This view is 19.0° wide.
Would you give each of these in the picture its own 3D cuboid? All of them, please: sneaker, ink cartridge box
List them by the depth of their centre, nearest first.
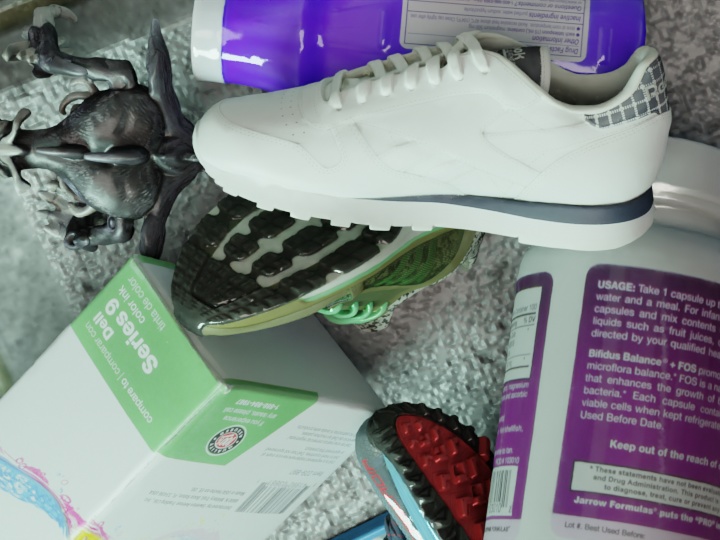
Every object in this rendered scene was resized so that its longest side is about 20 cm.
[{"bbox_3d":[0.029,-0.064,0.903,0.199,0.076,0.081,3,121,1],"label":"sneaker"},{"bbox_3d":[0.000,0.000,0.964,0.077,0.200,0.089,33,133,36],"label":"sneaker"},{"bbox_3d":[-0.108,0.097,0.999,0.200,0.145,0.088,-47,63,16],"label":"ink cartridge box"},{"bbox_3d":[0.038,0.151,1.026,0.095,0.079,0.200,-19,119,25],"label":"sneaker"}]

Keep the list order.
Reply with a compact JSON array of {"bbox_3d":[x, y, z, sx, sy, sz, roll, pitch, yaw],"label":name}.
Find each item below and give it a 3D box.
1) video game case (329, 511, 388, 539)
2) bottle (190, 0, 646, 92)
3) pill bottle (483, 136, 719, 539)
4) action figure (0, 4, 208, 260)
[{"bbox_3d":[0.036,0.220,1.110,0.143,0.018,0.200,-27,106,11],"label":"video game case"},{"bbox_3d":[0.026,-0.101,0.963,0.199,0.084,0.066,5,87,4],"label":"bottle"},{"bbox_3d":[0.121,0.045,0.964,0.112,0.112,0.201,9,80,0],"label":"pill bottle"},{"bbox_3d":[-0.145,-0.061,0.979,0.199,0.102,0.119,3,105,0],"label":"action figure"}]
